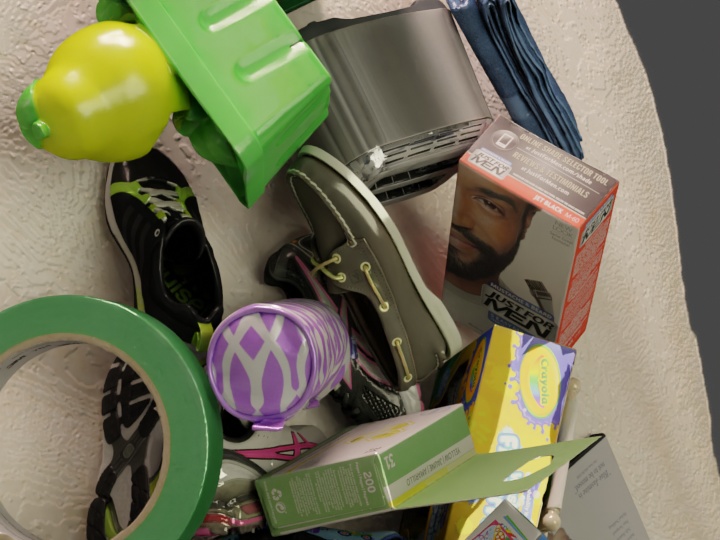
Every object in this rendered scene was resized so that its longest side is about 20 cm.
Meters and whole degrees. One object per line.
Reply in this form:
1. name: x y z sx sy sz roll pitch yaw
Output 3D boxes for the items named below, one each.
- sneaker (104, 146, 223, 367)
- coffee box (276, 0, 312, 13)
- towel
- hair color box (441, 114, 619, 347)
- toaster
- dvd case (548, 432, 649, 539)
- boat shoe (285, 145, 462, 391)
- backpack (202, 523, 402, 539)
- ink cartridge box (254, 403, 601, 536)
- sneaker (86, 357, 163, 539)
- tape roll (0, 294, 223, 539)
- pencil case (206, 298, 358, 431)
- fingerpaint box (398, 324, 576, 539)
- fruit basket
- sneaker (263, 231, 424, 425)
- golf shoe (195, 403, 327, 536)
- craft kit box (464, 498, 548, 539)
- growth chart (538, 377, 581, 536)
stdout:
1. sneaker: -0.128 -0.021 1.347 0.071 0.083 0.201 0 56 -29
2. coffee box: -0.028 -0.229 1.412 0.123 0.200 0.044 -31 99 -32
3. towel: 0.124 -0.175 1.547 0.200 0.048 0.112 55 11 -40
4. hair color box: 0.129 -0.016 1.484 0.111 0.200 0.064 31 57 19
5. toaster: 0.009 -0.123 1.459 0.199 0.114 0.130 -17 74 -39
6. dvd case: 0.204 0.259 1.613 0.143 0.018 0.201 -34 104 -44
7. boat shoe: 0.001 0.000 1.391 0.060 0.072 0.202 -41 114 -18
8. backpack: -0.049 0.262 1.365 0.200 0.134 0.184 -22 125 -63
9. ink cartridge box: 0.047 0.129 1.306 0.145 0.199 0.048 -22 95 -61
10. sneaker: -0.143 0.129 1.374 0.081 0.074 0.201 28 67 -50
11. tape roll: -0.193 0.118 1.267 0.199 0.048 0.202 -1 85 8
12. pencil case: -0.056 0.063 1.333 0.083 0.200 0.086 3 90 8
13. fingerpaint box: 0.089 0.160 1.459 0.073 0.167 0.201 17 74 -9
14. fruit basket: -0.145 -0.132 1.324 0.214 0.156 0.217 1 77 -3
15. sneaker: -0.021 0.065 1.467 0.086 0.080 0.201 -20 88 -23
16. golf shoe: -0.071 0.129 1.370 0.200 0.072 0.093 -17 101 -69
17. craft kit box: 0.075 0.275 1.312 0.198 0.048 0.200 -47 144 -7
18. growth chart: 0.128 0.183 1.476 0.018 0.200 0.145 17 51 -8
